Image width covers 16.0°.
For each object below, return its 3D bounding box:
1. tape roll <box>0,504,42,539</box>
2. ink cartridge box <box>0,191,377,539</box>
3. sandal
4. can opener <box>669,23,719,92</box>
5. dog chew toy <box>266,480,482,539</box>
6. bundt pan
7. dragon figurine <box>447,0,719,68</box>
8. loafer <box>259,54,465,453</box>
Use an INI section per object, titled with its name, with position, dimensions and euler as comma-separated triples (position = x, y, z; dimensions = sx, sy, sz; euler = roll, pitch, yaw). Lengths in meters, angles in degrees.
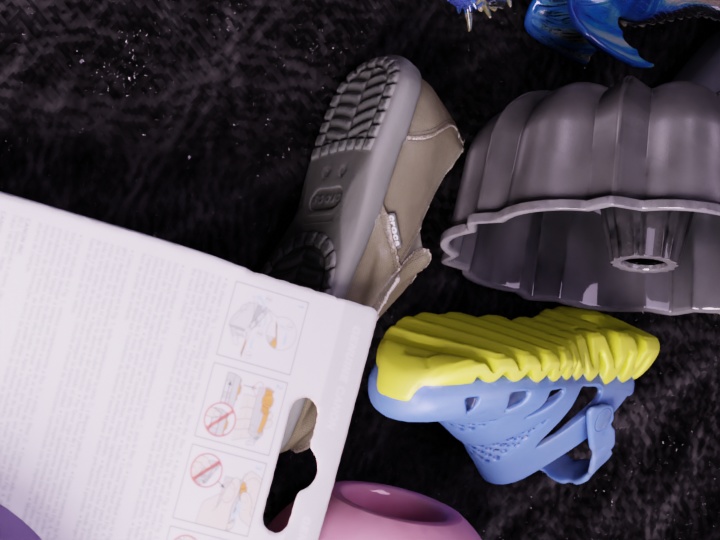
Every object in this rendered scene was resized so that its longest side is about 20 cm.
[tape roll]
position = -0.202, 0.186, 1.049
dimensions = 0.199, 0.066, 0.202
euler = -5, 107, -17
[ink cartridge box]
position = -0.106, 0.065, 1.125
dimensions = 0.199, 0.047, 0.161
euler = 17, 86, -24
[sandal]
position = 0.076, 0.067, 1.257
dimensions = 0.199, 0.079, 0.088
euler = 3, 105, -49
[can opener]
position = 0.225, -0.120, 1.357
dimensions = 0.200, 0.067, 0.054
euler = -48, 118, -30
[dog chew toy]
position = -0.006, 0.205, 1.206
dimensions = 0.124, 0.124, 0.202
euler = 7, 100, -37
[bundt pan]
position = 0.139, -0.038, 1.234
dimensions = 0.201, 0.201, 0.076
euler = 15, 73, -37
[dragon figurine]
position = 0.121, -0.135, 1.284
dimensions = 0.200, 0.059, 0.100
euler = 34, 77, -34
[loafer]
position = 0.000, 0.000, 1.204
dimensions = 0.069, 0.075, 0.201
euler = 29, 79, -31
